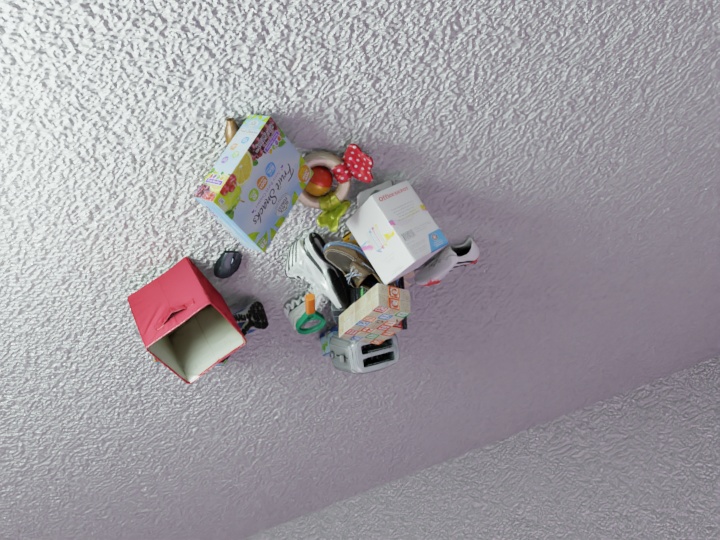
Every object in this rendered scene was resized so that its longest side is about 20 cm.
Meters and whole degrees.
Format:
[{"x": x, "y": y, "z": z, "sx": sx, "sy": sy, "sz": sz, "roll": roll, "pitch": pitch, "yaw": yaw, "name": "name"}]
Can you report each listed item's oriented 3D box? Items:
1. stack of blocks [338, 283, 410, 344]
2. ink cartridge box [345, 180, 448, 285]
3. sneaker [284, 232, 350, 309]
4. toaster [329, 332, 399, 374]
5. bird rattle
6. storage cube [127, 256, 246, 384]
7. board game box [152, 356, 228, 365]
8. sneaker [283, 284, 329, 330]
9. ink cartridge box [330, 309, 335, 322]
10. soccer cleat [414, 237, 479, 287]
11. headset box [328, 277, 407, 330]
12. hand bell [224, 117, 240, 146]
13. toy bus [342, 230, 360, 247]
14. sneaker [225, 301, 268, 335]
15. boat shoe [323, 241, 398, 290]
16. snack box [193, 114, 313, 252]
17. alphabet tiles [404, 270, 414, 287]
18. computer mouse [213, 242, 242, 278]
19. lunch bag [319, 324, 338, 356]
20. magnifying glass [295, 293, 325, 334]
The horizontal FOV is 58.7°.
[{"x": 0.042, "y": 0.107, "z": 1.518, "sx": 0.114, "sy": 0.059, "sz": 0.200, "roll": 13, "pitch": 149, "yaw": -25, "name": "stack of blocks"}, {"x": 0.075, "y": -0.096, "z": 1.453, "sx": 0.128, "sy": 0.201, "sz": 0.125, "roll": -26, "pitch": 170, "yaw": -40, "name": "ink cartridge box"}, {"x": -0.109, "y": 0.016, "z": 1.558, "sx": 0.115, "sy": 0.202, "sz": 0.076, "roll": -24, "pitch": -172, "yaw": 30, "name": "sneaker"}, {"x": 0.021, "y": 0.215, "z": 1.750, "sx": 0.199, "sy": 0.115, "sz": 0.129, "roll": -10, "pitch": -172, "yaw": -26, "name": "toaster"}, {"x": -0.065, "y": -0.186, "z": 1.356, "sx": 0.162, "sy": 0.113, "sz": 0.201, "roll": 14, "pitch": 131, "yaw": -19, "name": "bird rattle"}, {"x": -0.395, "y": 0.111, "z": 1.459, "sx": 0.170, "sy": 0.180, "sz": 0.200, "roll": -36, "pitch": 138, "yaw": -5, "name": "storage cube"}, {"x": -0.427, "y": 0.182, "z": 1.692, "sx": 0.199, "sy": 0.057, "sz": 0.166, "roll": 9, "pitch": 133, "yaw": -36, "name": "board game box"}, {"x": -0.118, "y": 0.086, "z": 1.709, "sx": 0.200, "sy": 0.081, "sz": 0.075, "roll": -41, "pitch": 139, "yaw": 24, "name": "sneaker"}, {"x": 0.020, "y": 0.067, "z": 1.797, "sx": 0.161, "sy": 0.050, "sz": 0.201, "roll": 1, "pitch": 133, "yaw": -29, "name": "ink cartridge box"}, {"x": 0.236, "y": -0.024, "z": 1.769, "sx": 0.199, "sy": 0.069, "sz": 0.085, "roll": -25, "pitch": 137, "yaw": -1, "name": "soccer cleat"}, {"x": 0.019, "y": 0.089, "z": 1.653, "sx": 0.198, "sy": 0.093, "sz": 0.174, "roll": -5, "pitch": 155, "yaw": 5, "name": "headset box"}, {"x": -0.238, "y": -0.207, "z": 1.260, "sx": 0.103, "sy": 0.104, "sz": 0.201, "roll": -13, "pitch": 132, "yaw": -13, "name": "hand bell"}, {"x": 0.040, "y": -0.050, "z": 1.608, "sx": 0.065, "sy": 0.079, "sz": 0.200, "roll": -35, "pitch": 143, "yaw": 20, "name": "toy bus"}, {"x": -0.310, "y": 0.133, "z": 1.639, "sx": 0.089, "sy": 0.079, "sz": 0.200, "roll": -17, "pitch": -179, "yaw": 25, "name": "sneaker"}, {"x": 0.000, "y": 0.000, "z": 1.502, "sx": 0.199, "sy": 0.073, "sz": 0.072, "roll": 25, "pitch": 136, "yaw": -10, "name": "boat shoe"}, {"x": -0.197, "y": -0.165, "z": 1.222, "sx": 0.201, "sy": 0.067, "sz": 0.169, "roll": -59, "pitch": 140, "yaw": -18, "name": "snack box"}, {"x": 0.033, "y": 0.016, "z": 1.629, "sx": 0.199, "sy": 0.015, "sz": 0.195, "roll": -17, "pitch": 151, "yaw": 30, "name": "alphabet tiles"}, {"x": -0.284, "y": -0.044, "z": 1.481, "sx": 0.058, "sy": 0.034, "sz": 0.200, "roll": 9, "pitch": 135, "yaw": -36, "name": "computer mouse"}, {"x": -0.014, "y": 0.206, "z": 1.898, "sx": 0.199, "sy": 0.083, "sz": 0.161, "roll": 0, "pitch": 163, "yaw": -26, "name": "lunch bag"}, {"x": -0.128, "y": 0.112, "z": 1.635, "sx": 0.079, "sy": 0.023, "sz": 0.200, "roll": -15, "pitch": 154, "yaw": -12, "name": "magnifying glass"}]
